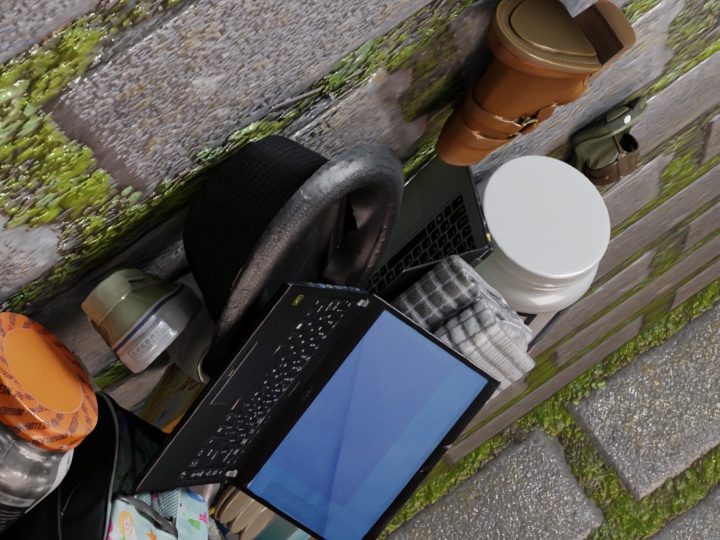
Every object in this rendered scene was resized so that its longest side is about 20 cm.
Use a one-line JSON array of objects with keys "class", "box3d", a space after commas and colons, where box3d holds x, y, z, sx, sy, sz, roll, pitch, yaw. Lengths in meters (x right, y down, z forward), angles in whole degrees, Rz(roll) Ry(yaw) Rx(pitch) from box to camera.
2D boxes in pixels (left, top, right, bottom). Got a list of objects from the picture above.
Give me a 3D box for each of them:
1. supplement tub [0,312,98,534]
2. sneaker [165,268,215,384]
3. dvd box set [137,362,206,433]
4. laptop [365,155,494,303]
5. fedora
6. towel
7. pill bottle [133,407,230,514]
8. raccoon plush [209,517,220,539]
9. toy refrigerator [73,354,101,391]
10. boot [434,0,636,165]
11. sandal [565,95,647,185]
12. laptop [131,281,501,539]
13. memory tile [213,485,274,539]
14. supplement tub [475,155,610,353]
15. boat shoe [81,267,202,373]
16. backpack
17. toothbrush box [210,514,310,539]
[{"class": "supplement tub", "box3d": [-0.271, 0.124, 1.153, 0.200, 0.123, 0.122, -38, 166, 18]}, {"class": "sneaker", "box3d": [-0.075, 0.006, 1.326, 0.200, 0.080, 0.074, -43, 163, 26]}, {"class": "dvd box set", "box3d": [-0.109, 0.080, 1.432, 0.200, 0.029, 0.147, -36, -164, 34]}, {"class": "laptop", "box3d": [0.000, 0.000, 1.419, 0.116, 0.201, 0.187, 24, 128, -34]}, {"class": "fedora", "box3d": [-0.059, -0.020, 1.206, 0.200, 0.092, 0.201, -42, 158, -21]}, {"class": "towel", "box3d": [0.044, 0.072, 1.367, 0.165, 0.086, 0.200, -38, 164, 6]}, {"class": "pill bottle", "box3d": [-0.132, 0.166, 1.668, 0.111, 0.112, 0.200, -41, 167, 24]}, {"class": "raccoon plush", "box3d": [-0.218, 0.273, 1.778, 0.097, 0.134, 0.200, -43, 165, 35]}, {"class": "toy refrigerator", "box3d": [-0.271, 0.153, 1.375, 0.076, 0.070, 0.200, -20, 161, -48]}, {"class": "boot", "box3d": [0.107, -0.132, 1.309, 0.155, 0.074, 0.200, -37, 165, 28]}, {"class": "sandal", "box3d": [0.243, -0.111, 1.742, 0.080, 0.057, 0.201, -32, 167, -13]}, {"class": "laptop", "box3d": [-0.026, 0.109, 1.214, 0.178, 0.103, 0.200, -53, 159, 12]}, {"class": "memory tile", "box3d": [-0.054, 0.163, 1.637, 0.200, 0.017, 0.153, -47, 162, -8]}, {"class": "supplement tub", "box3d": [0.138, -0.006, 1.669, 0.140, 0.141, 0.200, -28, 165, -28]}, {"class": "boat shoe", "box3d": [-0.152, 0.025, 1.227, 0.072, 0.062, 0.200, -42, -175, -5]}, {"class": "backpack", "box3d": [-0.196, 0.209, 1.216, 0.177, 0.151, 0.201, -33, -147, 23]}, {"class": "toothbrush box", "box3d": [-0.074, 0.189, 1.818, 0.200, 0.147, 0.085, -43, 165, 35]}]
